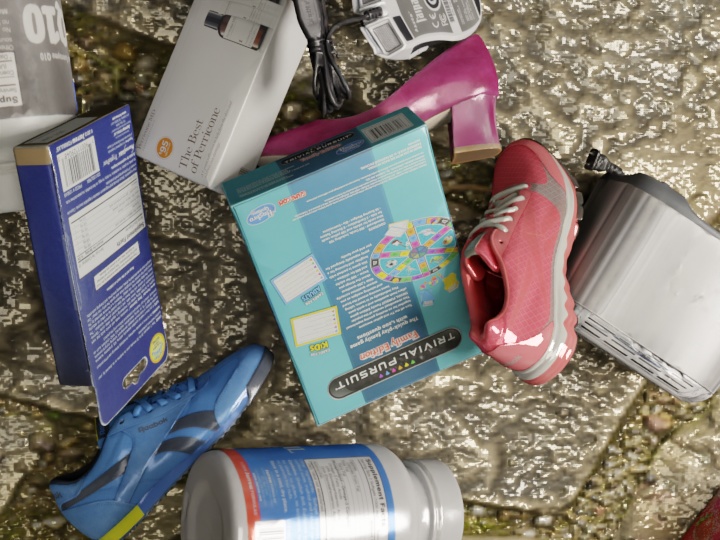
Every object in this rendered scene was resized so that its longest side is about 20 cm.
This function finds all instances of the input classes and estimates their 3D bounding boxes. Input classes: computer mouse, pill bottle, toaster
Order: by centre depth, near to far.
[{"bbox_3d":[-0.261,-0.142,0.746,0.112,0.114,0.203,-8,96,-8],"label":"pill bottle"},{"bbox_3d":[0.019,-0.187,0.786,0.199,0.044,0.111,-24,94,-44],"label":"computer mouse"},{"bbox_3d":[-0.025,0.188,0.793,0.197,0.112,0.114,4,95,-31],"label":"pill bottle"},{"bbox_3d":[0.229,0.011,0.834,0.199,0.114,0.130,32,92,-11],"label":"toaster"}]

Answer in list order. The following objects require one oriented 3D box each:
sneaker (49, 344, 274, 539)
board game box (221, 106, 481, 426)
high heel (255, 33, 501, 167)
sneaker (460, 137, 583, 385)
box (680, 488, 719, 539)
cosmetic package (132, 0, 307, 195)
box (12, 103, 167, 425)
[{"bbox_3d":[-0.153,0.119,0.809,0.200,0.066,0.078,-45,96,-3],"label":"sneaker"},{"bbox_3d":[0.000,0.000,0.797,0.149,0.047,0.202,-22,120,-6],"label":"board game box"},{"bbox_3d":[0.011,-0.128,0.819,0.197,0.067,0.098,-7,80,-1],"label":"high heel"},{"bbox_3d":[0.115,-0.021,0.792,0.086,0.073,0.203,21,57,-34],"label":"sneaker"},{"bbox_3d":[0.296,0.295,0.875,0.099,0.095,0.201,38,89,-9],"label":"box"},{"bbox_3d":[-0.092,-0.162,0.784,0.082,0.050,0.203,23,91,28],"label":"cosmetic package"},{"bbox_3d":[-0.186,-0.005,0.750,0.032,0.121,0.203,-1,110,14],"label":"box"}]
